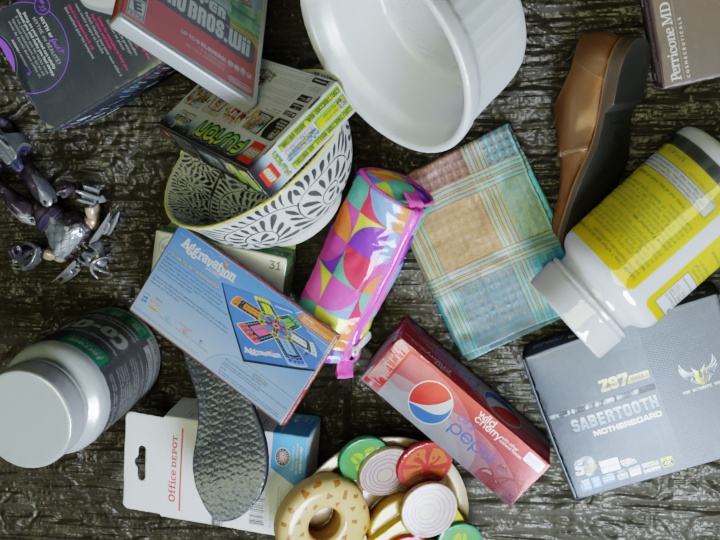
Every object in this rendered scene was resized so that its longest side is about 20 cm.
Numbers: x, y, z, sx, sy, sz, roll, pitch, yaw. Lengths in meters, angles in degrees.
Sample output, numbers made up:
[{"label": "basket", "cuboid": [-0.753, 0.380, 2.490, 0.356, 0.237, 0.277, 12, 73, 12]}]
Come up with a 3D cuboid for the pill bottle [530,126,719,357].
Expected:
[{"label": "pill bottle", "cuboid": [0.258, -0.022, 0.872, 0.200, 0.114, 0.114, -43, 92, 8]}]

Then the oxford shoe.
[{"label": "oxford shoe", "cuboid": [0.210, -0.123, 0.905, 0.071, 0.071, 0.202, 25, 110, 38]}]

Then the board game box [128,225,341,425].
[{"label": "board game box", "cuboid": [-0.125, 0.050, 0.944, 0.199, 0.019, 0.104, 34, 97, 16]}]

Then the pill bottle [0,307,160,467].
[{"label": "pill bottle", "cuboid": [-0.288, 0.115, 0.972, 0.112, 0.200, 0.114, 2, 103, 9]}]

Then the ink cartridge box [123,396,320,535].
[{"label": "ink cartridge box", "cuboid": [-0.148, 0.206, 1.035, 0.198, 0.068, 0.117, 7, 103, 8]}]

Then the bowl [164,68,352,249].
[{"label": "bowl", "cuboid": [-0.077, -0.086, 0.908, 0.199, 0.202, 0.094, -28, 128, 15]}]

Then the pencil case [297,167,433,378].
[{"label": "pencil case", "cuboid": [0.000, 0.000, 0.945, 0.088, 0.088, 0.202, 24, 112, 4]}]

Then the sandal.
[{"label": "sandal", "cuboid": [-0.132, 0.147, 0.972, 0.075, 0.043, 0.203, -8, 80, 3]}]

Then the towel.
[{"label": "towel", "cuboid": [0.126, -0.025, 0.956, 0.146, 0.022, 0.202, -25, 97, 14]}]

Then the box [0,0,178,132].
[{"label": "box", "cuboid": [-0.231, -0.236, 0.931, 0.199, 0.106, 0.123, -26, 99, 15]}]

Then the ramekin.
[{"label": "ramekin", "cuboid": [0.049, -0.213, 0.840, 0.098, 0.200, 0.201, -40, 93, -23]}]

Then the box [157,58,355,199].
[{"label": "box", "cuboid": [-0.100, -0.139, 0.875, 0.110, 0.200, 0.035, -46, 127, -10]}]

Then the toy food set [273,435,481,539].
[{"label": "toy food set", "cuboid": [0.024, 0.260, 0.993, 0.197, 0.049, 0.201, -35, 109, -4]}]

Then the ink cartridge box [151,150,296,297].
[{"label": "ink cartridge box", "cuboid": [-0.137, -0.030, 0.992, 0.144, 0.048, 0.202, 12, 106, 8]}]

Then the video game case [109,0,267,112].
[{"label": "video game case", "cuboid": [-0.141, -0.253, 0.848, 0.017, 0.202, 0.142, -26, 140, 37]}]

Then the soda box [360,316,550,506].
[{"label": "soda box", "cuboid": [0.098, 0.140, 0.973, 0.200, 0.070, 0.064, 41, 107, -1]}]

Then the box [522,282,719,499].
[{"label": "box", "cuboid": [0.277, 0.120, 0.945, 0.198, 0.051, 0.159, -19, 97, 14]}]

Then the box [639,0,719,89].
[{"label": "box", "cuboid": [0.352, -0.230, 0.842, 0.198, 0.075, 0.101, -12, 101, 15]}]

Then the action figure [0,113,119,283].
[{"label": "action figure", "cuboid": [-0.338, -0.065, 1.011, 0.200, 0.069, 0.130, 45, 101, -5]}]
